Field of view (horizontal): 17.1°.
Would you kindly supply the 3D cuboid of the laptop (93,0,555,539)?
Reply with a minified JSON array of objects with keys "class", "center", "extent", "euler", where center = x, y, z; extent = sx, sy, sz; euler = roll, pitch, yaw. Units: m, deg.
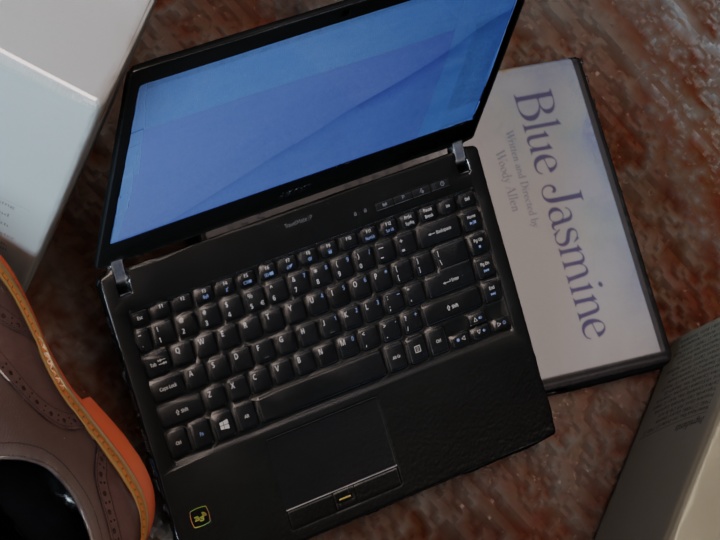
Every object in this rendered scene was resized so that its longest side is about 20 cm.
[{"class":"laptop","center":[0.000,0.000,0.909],"extent":[0.176,0.103,0.202],"euler":[-19,98,-25]}]

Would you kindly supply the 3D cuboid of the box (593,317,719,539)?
[{"class":"box","center":[0.140,0.118,0.984],"extent":[0.068,0.082,0.201],"euler":[30,67,-12]}]

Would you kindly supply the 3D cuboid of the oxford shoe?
[{"class":"oxford shoe","center":[-0.148,0.042,0.870],"extent":[0.071,0.073,0.200],"euler":[-38,105,16]}]

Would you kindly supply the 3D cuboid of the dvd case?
[{"class":"dvd case","center":[0.026,-0.008,1.011],"extent":[0.199,0.018,0.144],"euler":[-12,78,-24]}]

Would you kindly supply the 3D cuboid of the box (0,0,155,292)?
[{"class":"box","center":[-0.130,-0.091,0.870],"extent":[0.097,0.200,0.125],"euler":[25,66,-7]}]
